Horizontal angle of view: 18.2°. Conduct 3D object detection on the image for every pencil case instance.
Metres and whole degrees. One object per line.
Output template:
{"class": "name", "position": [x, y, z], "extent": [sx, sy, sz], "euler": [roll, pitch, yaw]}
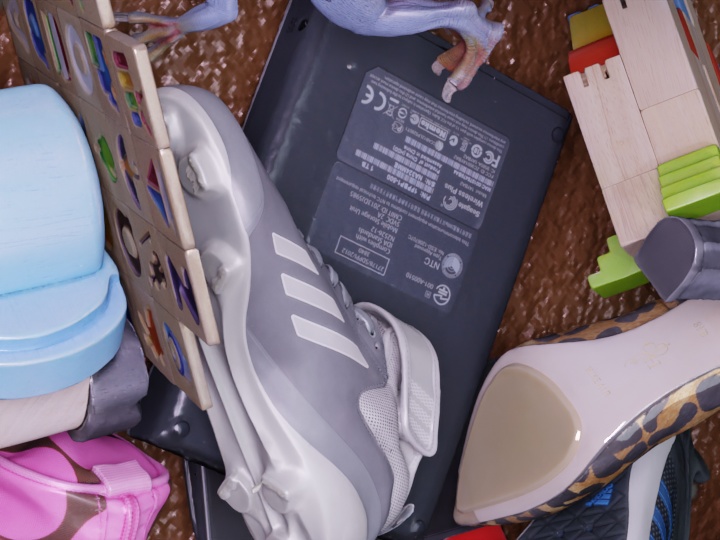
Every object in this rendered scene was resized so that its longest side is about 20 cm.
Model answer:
{"class": "pencil case", "position": [-0.129, 0.158, 0.863], "extent": [0.091, 0.094, 0.201], "euler": [10, 94, -34]}

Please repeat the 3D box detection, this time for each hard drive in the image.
{"class": "hard drive", "position": [0.000, 0.000, 0.930], "extent": [0.139, 0.033, 0.200], "euler": [26, 79, -31]}

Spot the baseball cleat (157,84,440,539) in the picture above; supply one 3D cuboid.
{"class": "baseball cleat", "position": [-0.029, 0.015, 0.865], "extent": [0.106, 0.070, 0.201], "euler": [-30, 113, -42]}

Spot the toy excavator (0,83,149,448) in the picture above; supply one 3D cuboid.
{"class": "toy excavator", "position": [-0.145, -0.055, 0.795], "extent": [0.100, 0.195, 0.200], "euler": [-11, 134, -31]}

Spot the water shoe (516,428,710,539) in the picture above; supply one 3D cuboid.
{"class": "water shoe", "position": [0.110, 0.129, 0.967], "extent": [0.079, 0.071, 0.200], "euler": [54, 44, -29]}

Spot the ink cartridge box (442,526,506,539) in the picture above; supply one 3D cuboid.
{"class": "ink cartridge box", "position": [0.020, 0.209, 0.987], "extent": [0.200, 0.067, 0.116], "euler": [-35, 117, -23]}

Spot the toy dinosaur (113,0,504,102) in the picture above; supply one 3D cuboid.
{"class": "toy dinosaur", "position": [-0.025, -0.146, 0.837], "extent": [0.181, 0.200, 0.105], "euler": [28, 57, -28]}

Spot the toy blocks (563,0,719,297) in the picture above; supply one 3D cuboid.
{"class": "toy blocks", "position": [0.131, -0.068, 0.968], "extent": [0.200, 0.100, 0.137], "euler": [29, 42, -68]}

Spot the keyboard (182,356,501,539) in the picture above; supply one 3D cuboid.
{"class": "keyboard", "position": [0.011, 0.060, 0.977], "extent": [0.200, 0.021, 0.127], "euler": [-11, 103, -33]}

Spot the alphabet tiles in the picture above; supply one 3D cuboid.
{"class": "alphabet tiles", "position": [-0.091, -0.045, 0.783], "extent": [0.006, 0.200, 0.167], "euler": [-19, 109, -16]}

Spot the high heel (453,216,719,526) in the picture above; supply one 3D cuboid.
{"class": "high heel", "position": [0.134, 0.050, 0.943], "extent": [0.142, 0.072, 0.200], "euler": [3, 140, -37]}
